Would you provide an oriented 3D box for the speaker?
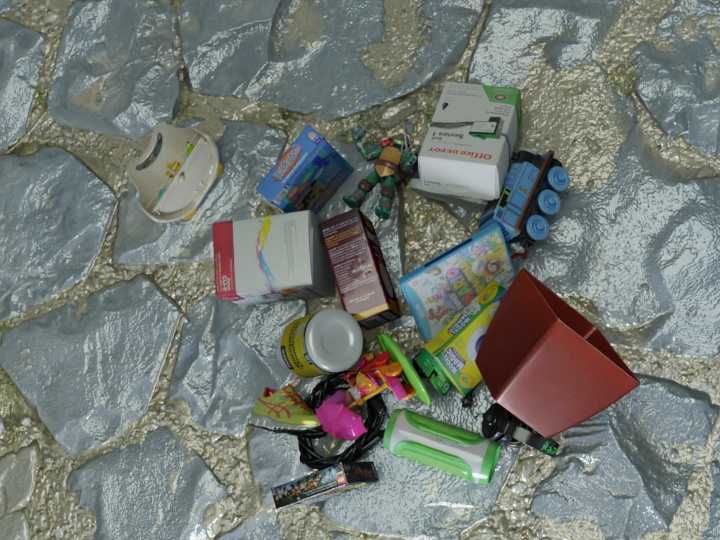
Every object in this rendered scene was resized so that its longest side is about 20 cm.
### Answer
[{"bbox_3d":[0.144,0.311,1.616,0.197,0.088,0.090,16,85,19],"label":"speaker"}]

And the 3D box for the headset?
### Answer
[{"bbox_3d":[0.258,0.256,1.579,0.199,0.123,0.095,22,86,39],"label":"headset"}]

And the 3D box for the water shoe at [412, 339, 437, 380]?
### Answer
[{"bbox_3d":[0.179,0.127,1.642,0.200,0.079,0.072,-43,72,5],"label":"water shoe"}]

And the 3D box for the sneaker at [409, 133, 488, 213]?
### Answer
[{"bbox_3d":[0.197,-0.197,1.696,0.197,0.081,0.148,16,84,18],"label":"sneaker"}]

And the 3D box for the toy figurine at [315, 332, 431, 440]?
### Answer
[{"bbox_3d":[0.000,0.215,1.609,0.183,0.200,0.151,-33,114,-8],"label":"toy figurine"}]

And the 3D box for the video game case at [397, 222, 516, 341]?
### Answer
[{"bbox_3d":[0.174,0.023,1.584,0.198,0.144,0.018,-30,36,-5],"label":"video game case"}]

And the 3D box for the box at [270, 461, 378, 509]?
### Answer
[{"bbox_3d":[-0.059,0.377,1.603,0.135,0.200,0.038,-22,74,12],"label":"box"}]

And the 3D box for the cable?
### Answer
[{"bbox_3d":[-0.046,0.283,1.693,0.199,0.051,0.164,-39,68,8],"label":"cable"}]

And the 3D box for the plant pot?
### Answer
[{"bbox_3d":[0.306,0.152,1.516,0.199,0.201,0.177,36,105,-20],"label":"plant pot"}]

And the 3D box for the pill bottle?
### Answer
[{"bbox_3d":[-0.083,0.136,1.653,0.111,0.199,0.114,6,77,-25],"label":"pill bottle"}]

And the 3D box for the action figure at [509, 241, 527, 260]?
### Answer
[{"bbox_3d":[0.208,0.018,1.669,0.199,0.099,0.066,-32,69,-15],"label":"action figure"}]

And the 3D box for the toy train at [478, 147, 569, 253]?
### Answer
[{"bbox_3d":[0.294,-0.130,1.620,0.113,0.087,0.202,31,69,-10],"label":"toy train"}]

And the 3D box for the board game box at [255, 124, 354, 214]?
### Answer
[{"bbox_3d":[-0.101,-0.173,1.716,0.045,0.200,0.153,41,92,20],"label":"board game box"}]

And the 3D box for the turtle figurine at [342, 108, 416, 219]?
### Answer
[{"bbox_3d":[0.050,-0.202,1.713,0.148,0.101,0.202,11,72,36],"label":"turtle figurine"}]

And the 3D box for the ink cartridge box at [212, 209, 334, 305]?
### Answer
[{"bbox_3d":[-0.161,-0.020,1.734,0.197,0.145,0.147,-7,78,15],"label":"ink cartridge box"}]

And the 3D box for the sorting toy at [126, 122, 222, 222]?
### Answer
[{"bbox_3d":[-0.396,-0.215,1.870,0.179,0.107,0.201,36,92,26],"label":"sorting toy"}]

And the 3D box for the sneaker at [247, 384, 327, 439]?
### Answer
[{"bbox_3d":[-0.131,0.257,1.688,0.198,0.078,0.092,2,71,41],"label":"sneaker"}]

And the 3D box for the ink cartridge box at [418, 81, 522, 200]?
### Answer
[{"bbox_3d":[0.196,-0.232,1.612,0.144,0.085,0.202,8,53,17],"label":"ink cartridge box"}]

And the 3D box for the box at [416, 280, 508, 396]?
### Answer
[{"bbox_3d":[0.198,0.128,1.595,0.200,0.118,0.048,-42,34,-6],"label":"box"}]

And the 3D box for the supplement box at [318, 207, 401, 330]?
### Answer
[{"bbox_3d":[0.000,0.000,1.702,0.085,0.110,0.203,-20,75,11],"label":"supplement box"}]
